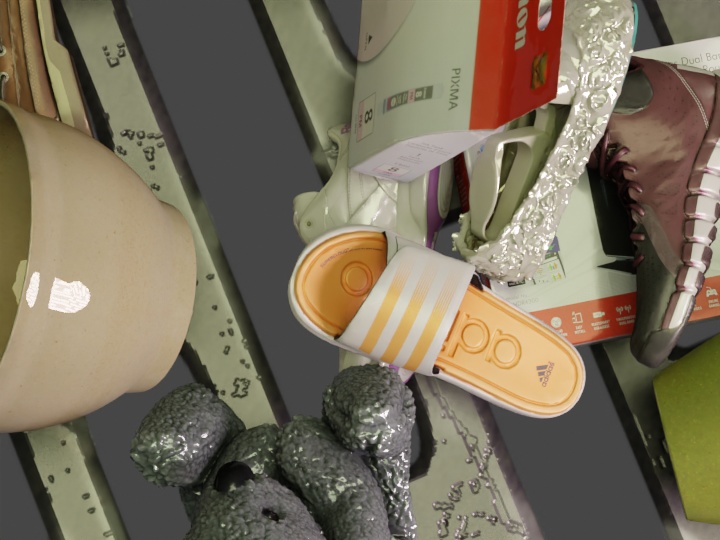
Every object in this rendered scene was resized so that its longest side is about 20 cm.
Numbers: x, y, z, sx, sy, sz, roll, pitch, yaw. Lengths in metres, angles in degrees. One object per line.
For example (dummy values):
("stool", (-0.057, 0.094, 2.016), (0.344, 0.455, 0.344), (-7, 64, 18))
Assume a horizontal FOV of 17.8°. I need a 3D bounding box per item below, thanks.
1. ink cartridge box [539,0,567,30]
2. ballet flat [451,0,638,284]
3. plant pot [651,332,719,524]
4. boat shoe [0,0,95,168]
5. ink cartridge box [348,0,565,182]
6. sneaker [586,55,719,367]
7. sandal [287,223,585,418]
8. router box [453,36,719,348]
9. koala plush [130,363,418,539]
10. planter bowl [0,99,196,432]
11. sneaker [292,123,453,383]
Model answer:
("ink cartridge box", (0.129, -0.204, 1.479), (0.199, 0.116, 0.068), (-27, 86, -9))
("ballet flat", (0.110, -0.085, 1.406), (0.071, 0.072, 0.202), (19, 101, -3))
("plant pot", (0.290, 0.088, 1.444), (0.198, 0.187, 0.189), (-14, 84, 7))
("boat shoe", (-0.227, -0.165, 1.460), (0.067, 0.072, 0.202), (-16, 81, -3))
("ink cartridge box", (0.056, -0.155, 1.365), (0.057, 0.200, 0.164), (10, 74, -18))
("sneaker", (0.168, -0.044, 1.443), (0.114, 0.076, 0.202), (17, 71, 2))
("sandal", (0.057, 0.030, 1.406), (0.205, 0.059, 0.080), (23, 80, -16))
("router box", (0.166, -0.046, 1.498), (0.198, 0.049, 0.181), (-11, 84, -7))
("koala plush", (-0.052, 0.172, 1.357), (0.176, 0.200, 0.186), (-8, 101, 12))
("planter bowl", (-0.184, 0.007, 1.398), (0.134, 0.200, 0.202), (11, 81, -32))
("sneaker", (0.000, 0.000, 1.475), (0.099, 0.075, 0.202), (9, 82, 14))
